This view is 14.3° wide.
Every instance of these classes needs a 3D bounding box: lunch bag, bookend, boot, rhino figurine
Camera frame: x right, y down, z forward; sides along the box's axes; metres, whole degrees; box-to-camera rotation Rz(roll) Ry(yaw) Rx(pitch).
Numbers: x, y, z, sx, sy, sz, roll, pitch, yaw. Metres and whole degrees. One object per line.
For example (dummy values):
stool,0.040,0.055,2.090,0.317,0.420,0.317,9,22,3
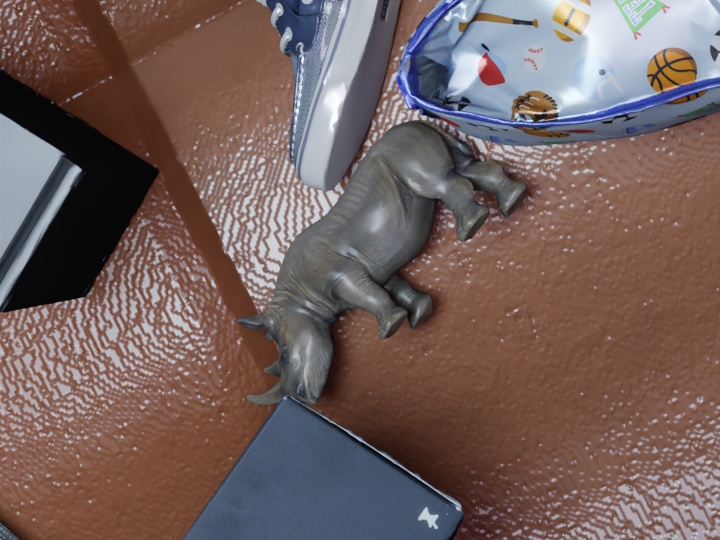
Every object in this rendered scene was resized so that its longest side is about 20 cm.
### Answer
lunch bag,0.123,-0.129,1.580,0.199,0.170,0.124,-17,87,9
bookend,-0.236,-0.069,1.618,0.198,0.200,0.092,32,96,5
boot,-0.029,-0.151,1.657,0.090,0.073,0.201,15,86,14
rhino figurine,0.000,0.000,1.657,0.087,0.060,0.200,43,99,18

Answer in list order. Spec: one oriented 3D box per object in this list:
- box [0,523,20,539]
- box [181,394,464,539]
box,-0.216,0.259,1.646,0.200,0.048,0.193,41,57,7
box,-0.056,0.207,1.569,0.124,0.197,0.200,33,65,5
